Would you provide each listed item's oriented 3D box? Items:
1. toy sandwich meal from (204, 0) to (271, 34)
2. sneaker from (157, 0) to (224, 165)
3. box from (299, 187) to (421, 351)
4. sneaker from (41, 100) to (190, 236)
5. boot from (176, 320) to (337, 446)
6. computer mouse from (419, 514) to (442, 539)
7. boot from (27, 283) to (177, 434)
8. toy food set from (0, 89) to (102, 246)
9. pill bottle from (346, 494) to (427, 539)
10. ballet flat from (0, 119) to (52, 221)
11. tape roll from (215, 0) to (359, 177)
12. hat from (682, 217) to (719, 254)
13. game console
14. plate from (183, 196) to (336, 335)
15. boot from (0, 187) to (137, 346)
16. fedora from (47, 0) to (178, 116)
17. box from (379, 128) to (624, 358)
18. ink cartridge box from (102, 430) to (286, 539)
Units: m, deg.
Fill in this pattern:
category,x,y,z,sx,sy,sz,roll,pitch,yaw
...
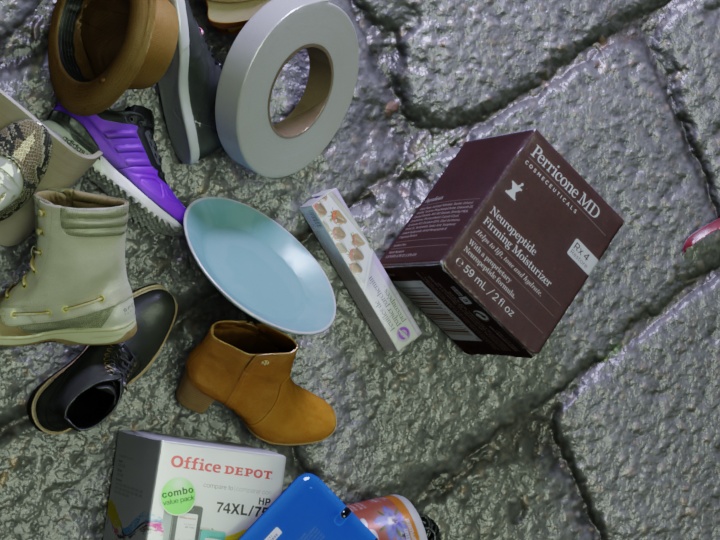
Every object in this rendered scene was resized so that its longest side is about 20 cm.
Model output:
category,x,y,z,sx,sy,sz,roll,pitch,yaw
toy sandwich meal,-0.137,-0.359,1.695,0.202,0.070,0.208,0,68,-1
sneaker,-0.166,-0.223,1.672,0.098,0.070,0.202,-22,120,-29
box,0.000,0.000,1.778,0.039,0.041,0.201,-36,103,-21
sneaker,-0.240,-0.123,1.649,0.200,0.069,0.100,41,71,-20
boot,-0.091,0.120,1.670,0.199,0.144,0.072,15,52,-21
computer mouse,0.121,0.389,1.820,0.199,0.053,0.140,31,75,-22
boot,-0.246,0.097,1.603,0.077,0.138,0.201,45,70,-17
toy food set,-0.379,-0.132,1.562,0.200,0.061,0.143,40,117,-18
pill bottle,-0.031,0.322,1.714,0.198,0.112,0.114,-10,93,-26
ballet flat,-0.377,-0.065,1.522,0.199,0.076,0.068,-39,106,24
tape roll,-0.077,-0.201,1.684,0.202,0.037,0.205,-35,140,-36
hat,0.522,-0.125,2.044,0.199,0.174,0.168,-12,93,-63
game console,-0.073,0.344,1.596,0.171,0.118,0.200,45,58,2
plate,-0.112,0.000,1.669,0.199,0.201,0.026,30,118,-22
boot,-0.326,-0.005,1.557,0.197,0.072,0.157,0,113,-1
fedora,-0.245,-0.243,1.588,0.081,0.199,0.204,14,83,-41
box,0.159,-0.029,1.785,0.166,0.164,0.201,42,72,-19
ink cartridge box,-0.181,0.279,1.625,0.145,0.146,0.203,10,84,-25
